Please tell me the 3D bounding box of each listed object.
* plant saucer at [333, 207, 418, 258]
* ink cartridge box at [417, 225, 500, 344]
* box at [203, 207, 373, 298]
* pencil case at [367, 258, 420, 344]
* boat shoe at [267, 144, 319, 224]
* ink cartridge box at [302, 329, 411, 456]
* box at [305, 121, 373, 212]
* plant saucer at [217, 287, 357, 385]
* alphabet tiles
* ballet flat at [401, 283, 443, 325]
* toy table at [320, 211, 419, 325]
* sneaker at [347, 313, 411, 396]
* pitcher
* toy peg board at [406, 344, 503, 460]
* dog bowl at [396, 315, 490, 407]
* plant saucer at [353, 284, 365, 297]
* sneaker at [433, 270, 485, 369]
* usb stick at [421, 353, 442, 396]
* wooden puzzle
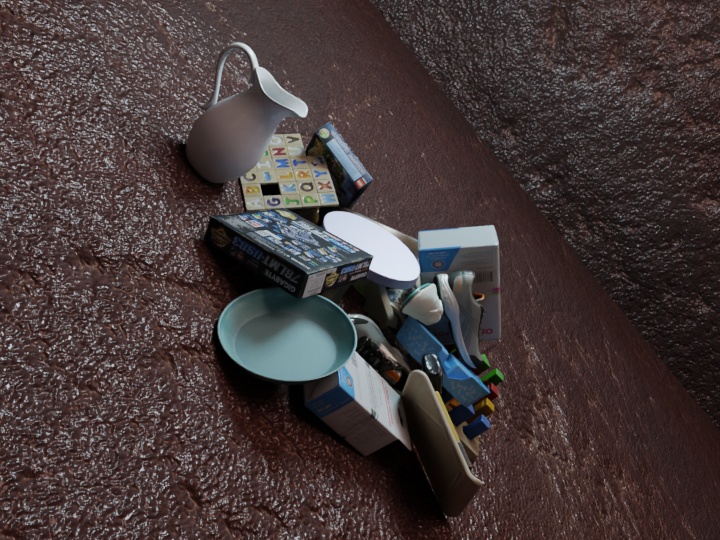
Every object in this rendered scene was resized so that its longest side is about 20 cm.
[{"bbox_3d":[0.034,-0.076,1.682,0.199,0.035,0.200,25,4,-2],"label":"plant saucer"},{"bbox_3d":[0.182,0.029,1.614,0.085,0.143,0.202,-86,171,-62],"label":"ink cartridge box"},{"bbox_3d":[-0.110,-0.034,1.387,0.199,0.050,0.198,29,20,23],"label":"box"},{"bbox_3d":[0.077,0.054,1.669,0.200,0.077,0.090,-55,130,-54],"label":"pencil case"},{"bbox_3d":[-0.139,-0.158,1.642,0.201,0.071,0.068,60,-5,34],"label":"boat shoe"},{"bbox_3d":[-0.006,0.198,1.333,0.200,0.067,0.117,47,22,-36],"label":"ink cartridge box"},{"bbox_3d":[-0.054,-0.187,1.710,0.137,0.038,0.200,52,-20,3],"label":"box"},{"bbox_3d":[-0.105,0.099,1.249,0.198,0.036,0.201,7,36,-5],"label":"plant saucer"},{"bbox_3d":[-0.140,-0.182,1.601,0.165,0.008,0.201,-5,49,-15],"label":"alphabet tiles"},{"bbox_3d":[0.112,0.060,1.477,0.070,0.069,0.200,53,4,4],"label":"ballet flat"},{"bbox_3d":[0.000,0.000,1.529,0.183,0.118,0.200,-14,49,-40],"label":"toy table"},{"bbox_3d":[0.026,0.141,1.442,0.200,0.074,0.079,41,5,-33],"label":"sneaker"},{"bbox_3d":[-0.212,-0.258,1.461,0.172,0.200,0.121,51,22,0],"label":"pitcher"},{"bbox_3d":[0.185,0.211,1.664,0.200,0.098,0.200,46,23,-13],"label":"toy peg board"},{"bbox_3d":[0.139,0.159,1.524,0.200,0.050,0.112,45,4,-13],"label":"dog bowl"},{"bbox_3d":[0.018,-0.014,1.763,0.200,0.031,0.201,41,24,-23],"label":"plant saucer"},{"bbox_3d":[0.191,0.089,1.559,0.074,0.079,0.202,-103,174,-63],"label":"sneaker"},{"bbox_3d":[0.116,0.215,1.461,0.201,0.032,0.056,87,-11,-47],"label":"usb stick"},{"bbox_3d":[0.123,0.273,1.384,0.201,0.037,0.186,62,-20,25],"label":"wooden puzzle"}]
